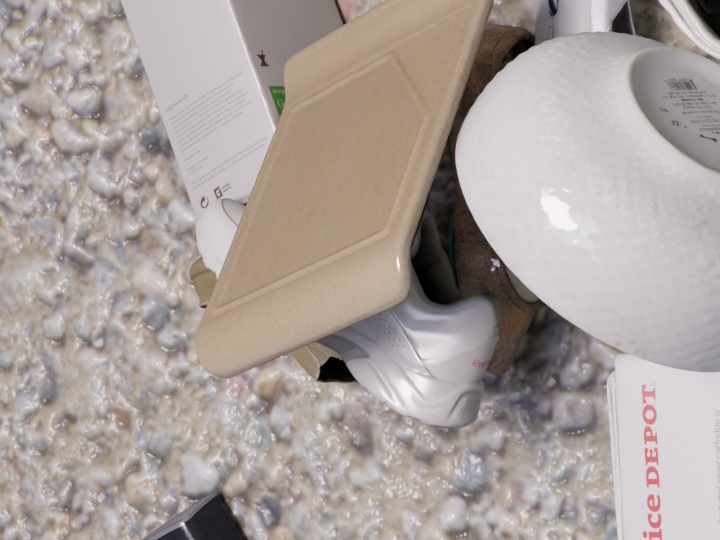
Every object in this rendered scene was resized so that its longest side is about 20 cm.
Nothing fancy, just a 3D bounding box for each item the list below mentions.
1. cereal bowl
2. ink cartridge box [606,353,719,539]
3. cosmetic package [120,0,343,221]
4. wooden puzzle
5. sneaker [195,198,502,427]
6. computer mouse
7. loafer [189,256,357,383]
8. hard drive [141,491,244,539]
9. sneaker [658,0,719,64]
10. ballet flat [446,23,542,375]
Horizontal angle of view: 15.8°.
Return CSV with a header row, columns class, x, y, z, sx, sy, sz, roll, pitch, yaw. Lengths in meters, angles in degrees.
class,x,y,z,sx,sy,sz,roll,pitch,yaw
cereal bowl,0.152,-0.049,1.292,0.200,0.200,0.083,53,133,23
ink cartridge box,0.235,0.110,1.333,0.199,0.085,0.145,-3,89,36
cosmetic package,-0.069,-0.132,1.543,0.085,0.107,0.201,-28,77,36
wooden puzzle,-0.004,-0.049,1.365,0.185,0.037,0.201,-25,43,50
sneaker,0.000,0.000,1.440,0.200,0.078,0.100,31,106,20
computer mouse,0.117,-0.138,1.414,0.110,0.044,0.201,-12,90,62
loafer,-0.023,0.032,1.532,0.199,0.076,0.068,11,92,37
hard drive,-0.133,0.246,1.646,0.200,0.042,0.135,-43,67,30
sneaker,0.176,-0.194,1.338,0.073,0.116,0.201,-24,79,15
ballet flat,0.084,-0.043,1.456,0.067,0.068,0.201,-8,89,31
